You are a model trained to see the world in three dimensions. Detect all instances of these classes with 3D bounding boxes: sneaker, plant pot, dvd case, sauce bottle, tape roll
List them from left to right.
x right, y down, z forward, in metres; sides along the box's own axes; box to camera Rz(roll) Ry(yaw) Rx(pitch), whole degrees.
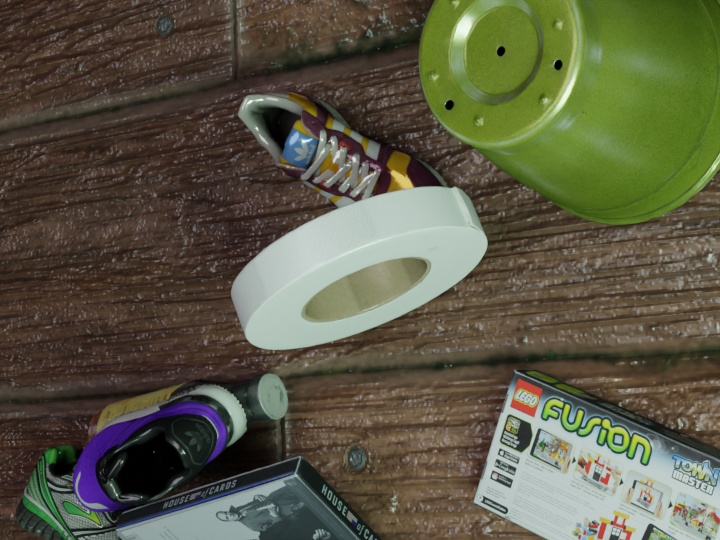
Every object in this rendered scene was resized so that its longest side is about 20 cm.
[{"bbox_3d":[-0.237,0.218,1.449,0.199,0.078,0.086,20,98,35],"label":"sneaker"},{"bbox_3d":[-0.191,0.163,1.336,0.199,0.100,0.070,-32,98,36],"label":"sneaker"},{"bbox_3d":[-0.150,0.131,1.402,0.198,0.066,0.067,-15,78,32],"label":"sauce bottle"},{"bbox_3d":[-0.082,0.227,1.307,0.198,0.151,0.025,-20,35,33],"label":"dvd case"},{"bbox_3d":[-0.018,-0.083,1.301,0.199,0.090,0.076,33,106,33],"label":"sneaker"},{"bbox_3d":[0.000,0.000,1.217,0.202,0.202,0.037,-34,68,29],"label":"tape roll"},{"bbox_3d":[0.143,-0.141,1.126,0.198,0.192,0.203,-3,85,35],"label":"plant pot"}]

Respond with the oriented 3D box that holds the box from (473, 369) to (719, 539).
[{"bbox_3d":[0.185,0.159,1.174,0.199,0.035,0.111,23,101,35],"label":"box"}]
